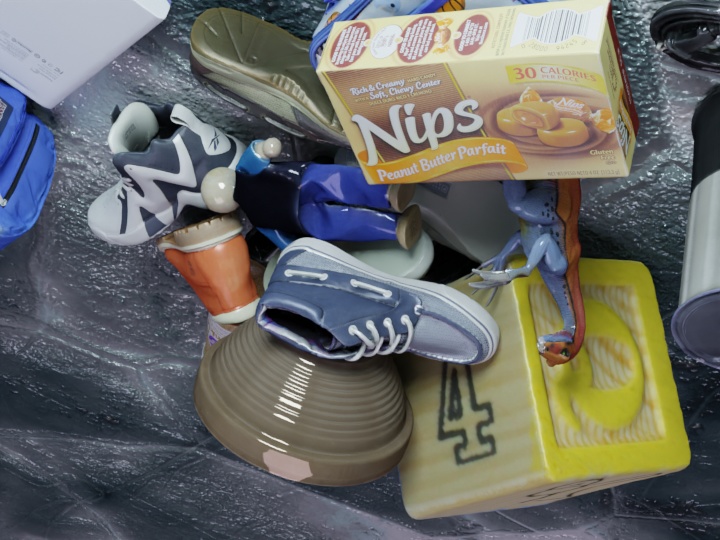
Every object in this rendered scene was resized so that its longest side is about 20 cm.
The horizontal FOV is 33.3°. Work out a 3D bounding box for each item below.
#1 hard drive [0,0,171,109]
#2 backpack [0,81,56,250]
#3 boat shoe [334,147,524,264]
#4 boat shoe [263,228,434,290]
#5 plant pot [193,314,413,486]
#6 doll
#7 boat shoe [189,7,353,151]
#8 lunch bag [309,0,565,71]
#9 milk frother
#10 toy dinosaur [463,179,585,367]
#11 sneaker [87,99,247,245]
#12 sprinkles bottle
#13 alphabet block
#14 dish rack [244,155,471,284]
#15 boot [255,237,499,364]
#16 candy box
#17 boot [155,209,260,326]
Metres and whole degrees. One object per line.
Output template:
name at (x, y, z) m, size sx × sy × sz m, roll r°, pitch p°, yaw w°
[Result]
hard drive at (-0.263, -0.214, 1.000) m, size 0.131 × 0.026 × 0.199 m, roll 34°, pitch 145°, yaw -28°
backpack at (-0.377, -0.104, 1.093) m, size 0.167 × 0.164 × 0.199 m, roll -20°, pitch 133°, yaw 43°
boat shoe at (0.064, -0.059, 1.067) m, size 0.198 × 0.073 × 0.068 m, roll 22°, pitch 170°, yaw -23°
boat shoe at (-0.001, 0.001, 1.092) m, size 0.199 × 0.071 × 0.071 m, roll -10°, pitch 150°, yaw 43°
plant pot at (-0.040, 0.088, 1.049) m, size 0.198 × 0.202 × 0.094 m, roll 17°, pitch 117°, yaw -3°
doll at (-0.049, -0.056, 1.018) m, size 0.197 × 0.049 × 0.138 m, roll 8°, pitch 134°, yaw 22°
boat shoe at (-0.047, -0.144, 0.978) m, size 0.199 × 0.073 × 0.066 m, roll 25°, pitch 154°, yaw -5°
lunch bag at (0.058, -0.173, 0.877) m, size 0.159 × 0.076 × 0.199 m, roll 33°, pitch 144°, yaw -23°
milk frother at (0.266, -0.062, 0.846) m, size 0.198 × 0.190 × 0.181 m, roll 22°, pitch 148°, yaw -11°
toy dinosaur at (0.145, -0.025, 0.925) m, size 0.199 × 0.105 × 0.182 m, roll -34°, pitch 100°, yaw 26°
sneaker at (-0.205, -0.099, 1.107) m, size 0.197 × 0.080 × 0.130 m, roll -10°, pitch 140°, yaw 36°
sprinkles bottle at (-0.140, 0.063, 1.347) m, size 0.067 × 0.069 × 0.201 m, roll 16°, pitch 149°, yaw -2°
alphabet block at (0.155, 0.111, 1.112) m, size 0.193 × 0.199 × 0.199 m, roll 1°, pitch 162°, yaw -38°
dish rack at (0.003, -0.027, 1.152) m, size 0.198 × 0.055 × 0.153 m, roll 27°, pitch 148°, yaw -19°
boot at (0.013, 0.048, 0.987) m, size 0.197 × 0.091 × 0.073 m, roll 20°, pitch 130°, yaw 5°
candy box at (0.081, -0.118, 0.827) m, size 0.197 × 0.056 × 0.116 m, roll 1°, pitch 142°, yaw 25°
boot at (-0.143, 0.003, 1.163) m, size 0.200 × 0.074 × 0.109 m, roll -169°, pitch 57°, yaw -76°
